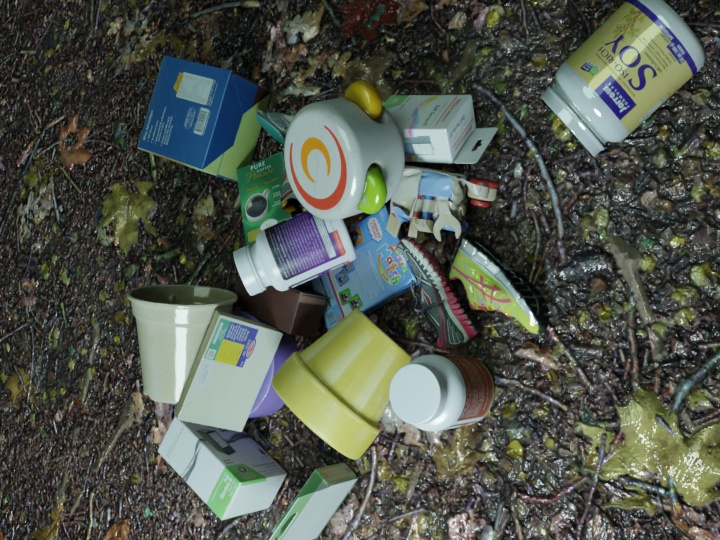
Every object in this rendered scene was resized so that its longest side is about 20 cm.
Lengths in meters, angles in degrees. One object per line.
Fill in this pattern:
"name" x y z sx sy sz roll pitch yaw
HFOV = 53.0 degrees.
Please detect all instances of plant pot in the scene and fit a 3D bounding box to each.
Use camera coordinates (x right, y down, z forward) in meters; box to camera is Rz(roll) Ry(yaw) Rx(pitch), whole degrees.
"plant pot" -0.325 0.135 1.316 0.197 0.199 0.188 8 98 31
"plant pot" -0.019 0.177 1.216 0.200 0.201 0.190 39 89 28

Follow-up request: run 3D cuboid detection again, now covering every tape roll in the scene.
"tape roll" -0.220 0.181 1.391 0.196 0.084 0.205 -4 82 31

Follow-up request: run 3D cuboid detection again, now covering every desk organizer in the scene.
"desk organizer" -0.155 0.055 1.349 0.198 0.071 0.079 21 96 45

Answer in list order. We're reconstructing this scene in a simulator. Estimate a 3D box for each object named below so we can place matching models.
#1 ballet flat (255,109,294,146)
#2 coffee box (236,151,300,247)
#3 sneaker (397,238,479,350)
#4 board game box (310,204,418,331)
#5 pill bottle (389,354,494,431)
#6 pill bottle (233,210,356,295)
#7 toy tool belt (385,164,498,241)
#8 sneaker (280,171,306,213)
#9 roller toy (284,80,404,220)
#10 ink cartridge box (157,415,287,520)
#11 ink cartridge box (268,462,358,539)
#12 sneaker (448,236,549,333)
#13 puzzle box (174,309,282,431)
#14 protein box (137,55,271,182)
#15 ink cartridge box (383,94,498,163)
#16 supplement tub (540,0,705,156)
"ballet flat" -0.126 -0.260 1.410 0.201 0.072 0.072 47 107 27
"coffee box" -0.177 -0.119 1.425 0.121 0.044 0.205 -18 75 27
"sneaker" 0.115 0.035 1.195 0.074 0.080 0.202 -35 74 15
"board game box" 0.000 0.000 1.307 0.198 0.036 0.154 -31 68 25
"pill bottle" 0.125 0.186 1.112 0.110 0.199 0.115 -4 81 29
"pill bottle" -0.115 -0.033 1.254 0.196 0.112 0.113 -23 70 -2
"toy tool belt" 0.130 -0.101 1.198 0.197 0.124 0.126 16 104 34
"sneaker" -0.063 -0.130 1.330 0.196 0.078 0.084 8 73 32
"roller toy" -0.024 -0.186 1.169 0.180 0.138 0.204 -12 97 48
"ink cartridge box" -0.259 0.359 1.354 0.199 0.145 0.085 35 101 29
"ink cartridge box" -0.100 0.405 1.220 0.048 0.199 0.147 40 103 28
"sneaker" 0.218 0.039 1.156 0.200 0.077 0.091 49 116 32
"puzzle box" -0.231 0.180 1.275 0.025 0.131 0.203 33 101 56
"protein box" -0.321 -0.309 1.484 0.197 0.134 0.203 20 94 31
"ink cartridge box" 0.119 -0.240 1.215 0.196 0.068 0.118 8 44 31
"supplement tub" 0.377 -0.283 1.052 0.200 0.144 0.147 -44 64 19
